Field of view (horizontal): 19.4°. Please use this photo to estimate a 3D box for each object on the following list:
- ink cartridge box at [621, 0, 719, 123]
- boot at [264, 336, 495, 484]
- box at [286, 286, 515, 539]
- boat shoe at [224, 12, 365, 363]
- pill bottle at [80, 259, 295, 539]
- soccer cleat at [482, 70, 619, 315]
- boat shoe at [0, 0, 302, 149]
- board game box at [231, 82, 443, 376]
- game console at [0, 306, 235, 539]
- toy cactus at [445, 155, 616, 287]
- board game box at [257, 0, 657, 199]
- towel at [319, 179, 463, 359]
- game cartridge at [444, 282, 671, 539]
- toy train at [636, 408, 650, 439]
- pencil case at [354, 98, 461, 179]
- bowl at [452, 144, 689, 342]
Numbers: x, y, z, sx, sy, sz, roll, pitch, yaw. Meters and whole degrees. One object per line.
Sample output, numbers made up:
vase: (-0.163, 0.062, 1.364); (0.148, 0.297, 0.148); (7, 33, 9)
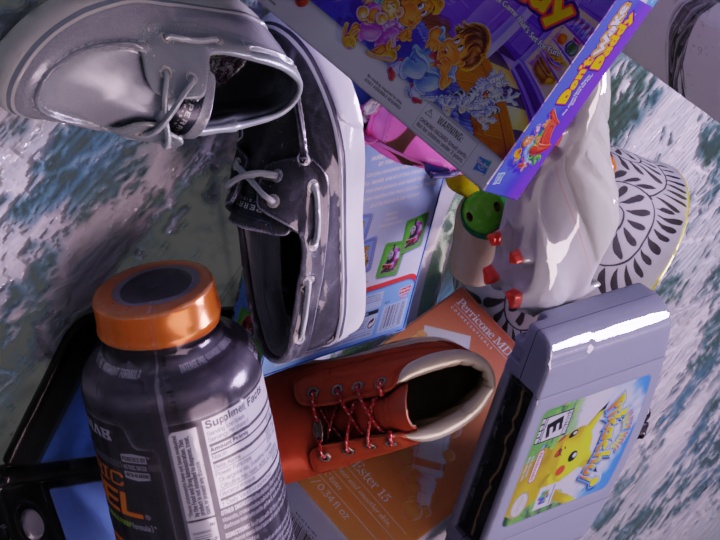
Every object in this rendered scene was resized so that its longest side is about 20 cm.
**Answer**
ink cartridge box: (0.261, -0.182, 1.408); (0.146, 0.200, 0.086); (-38, 154, -24)
boot: (-0.012, 0.088, 1.301); (0.198, 0.076, 0.107); (-19, -174, -13)
box: (0.030, 0.126, 1.434); (0.199, 0.124, 0.098); (-35, 162, -31)
boat shoe: (-0.043, -0.044, 1.176); (0.068, 0.071, 0.202); (-26, 125, -39)
pill bottle: (-0.101, 0.097, 1.218); (0.106, 0.106, 0.202); (-30, 121, -37)
soccer cleat: (0.123, -0.063, 1.253); (0.077, 0.069, 0.201); (-14, 131, -27)
boat shoe: (-0.098, -0.098, 1.054); (0.200, 0.071, 0.070); (-13, 138, -55)
board game box: (-0.005, -0.044, 1.297); (0.151, 0.036, 0.202); (-16, 128, -50)
game console: (-0.127, 0.127, 1.304); (0.116, 0.177, 0.199); (-27, 167, 27)
toy cactus: (0.103, -0.061, 1.386); (0.201, 0.101, 0.166); (-79, -175, -51)
board game box: (0.038, -0.150, 1.055); (0.135, 0.200, 0.045); (-55, 156, 13)
towel: (0.000, 0.000, 1.398); (0.199, 0.031, 0.150); (-17, 128, -52)
game cartridge: (0.128, 0.105, 1.343); (0.133, 0.040, 0.201); (-19, 136, -43)
toy train: (0.125, 0.151, 1.445); (0.200, 0.034, 0.046); (-40, 160, -16)
pencil case: (0.057, -0.155, 1.190); (0.093, 0.091, 0.202); (12, 101, -40)
bowl: (0.128, -0.026, 1.502); (0.094, 0.201, 0.201); (40, 91, -23)
